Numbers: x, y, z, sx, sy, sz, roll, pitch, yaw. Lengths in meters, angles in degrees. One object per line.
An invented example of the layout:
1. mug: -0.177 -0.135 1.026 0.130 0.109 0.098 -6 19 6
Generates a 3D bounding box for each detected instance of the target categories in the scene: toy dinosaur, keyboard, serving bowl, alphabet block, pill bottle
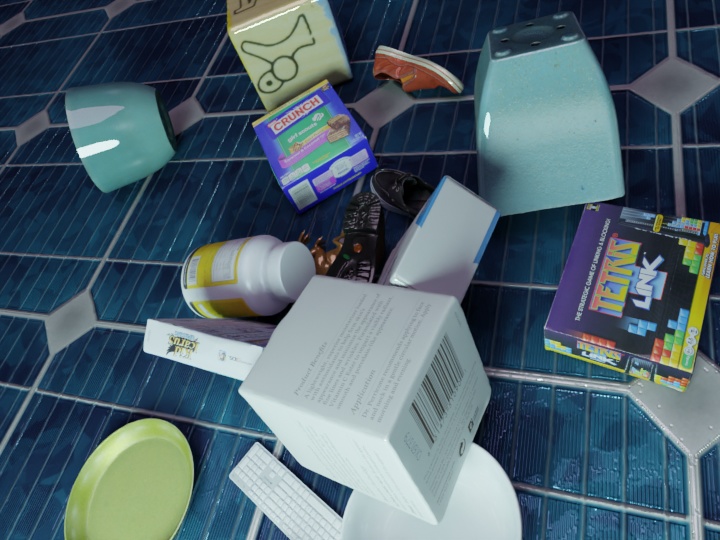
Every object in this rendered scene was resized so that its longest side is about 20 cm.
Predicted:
1. toy dinosaur: -0.060 -0.006 0.861 0.198 0.061 0.107 -38 54 -7
2. keyboard: -0.085 0.290 0.698 0.197 0.011 0.057 29 71 34
3. serving bowl: 0.078 0.281 0.595 0.194 0.067 0.204 -19 40 16
4. alphabet block: -0.141 -0.481 1.135 0.194 0.197 0.201 -17 50 7
5. pill bottle: -0.163 0.010 0.831 0.195 0.112 0.115 -5 53 35

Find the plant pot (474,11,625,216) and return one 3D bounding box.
1. plant pot: 0.244 -0.225 0.774 0.190 0.204 0.199 -7 37 16

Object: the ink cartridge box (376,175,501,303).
1. ink cartridge box: 0.077 0.004 0.707 0.082 0.201 0.148 29 66 -1

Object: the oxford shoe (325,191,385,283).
1. oxford shoe: 0.000 0.000 0.803 0.070 0.085 0.206 12 72 22

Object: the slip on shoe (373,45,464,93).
1. slip on shoe: 0.104 -0.357 1.042 0.197 0.073 0.063 28 104 27

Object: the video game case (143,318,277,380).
1. video game case: -0.145 0.099 0.738 0.176 0.199 0.047 8 89 25

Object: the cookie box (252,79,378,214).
1. cookie box: -0.085 -0.226 1.011 0.168 0.076 0.202 -30 51 0

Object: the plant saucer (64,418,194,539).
1. plant saucer: -0.304 0.305 0.761 0.193 0.031 0.205 -10 54 14

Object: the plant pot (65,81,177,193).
1. plant pot: -0.460 -0.276 1.124 0.156 0.204 0.204 -15 51 -7

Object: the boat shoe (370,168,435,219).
1. boat shoe: 0.080 -0.116 0.877 0.069 0.067 0.200 -39 52 -9

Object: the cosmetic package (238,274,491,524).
1. cosmetic package: 0.011 0.130 0.614 0.195 0.167 0.167 8 50 38

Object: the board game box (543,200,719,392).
1. board game box: 0.332 0.021 0.692 0.161 0.057 0.204 15 63 27
